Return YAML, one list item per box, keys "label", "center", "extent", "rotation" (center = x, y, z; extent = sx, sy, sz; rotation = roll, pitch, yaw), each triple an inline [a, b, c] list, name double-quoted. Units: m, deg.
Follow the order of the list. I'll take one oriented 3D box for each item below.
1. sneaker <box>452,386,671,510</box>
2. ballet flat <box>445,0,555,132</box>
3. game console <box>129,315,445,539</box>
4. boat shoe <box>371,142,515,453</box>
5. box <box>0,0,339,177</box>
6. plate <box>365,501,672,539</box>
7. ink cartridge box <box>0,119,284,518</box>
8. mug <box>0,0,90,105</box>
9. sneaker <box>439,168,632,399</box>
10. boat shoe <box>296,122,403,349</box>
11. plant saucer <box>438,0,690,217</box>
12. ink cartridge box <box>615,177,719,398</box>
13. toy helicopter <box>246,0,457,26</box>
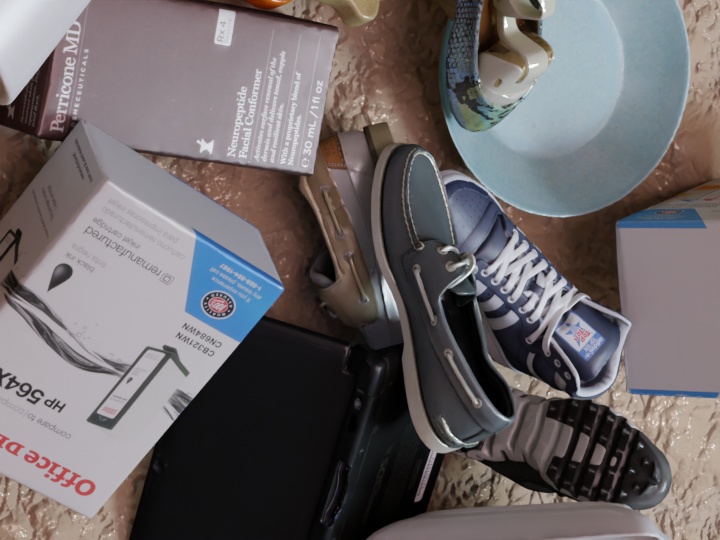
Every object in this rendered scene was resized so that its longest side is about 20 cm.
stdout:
- label: "sneaker"
  center: [0.143, 0.124, 1.726]
  extent: [0.090, 0.199, 0.067]
  rotation: [29, 80, -47]
- label: "ballet flat"
  center: [0.095, -0.162, 1.613]
  extent: [0.074, 0.074, 0.201]
  rotation: [-23, 133, -25]
- label: "game console"
  center: [-0.036, 0.117, 1.667]
  extent: [0.175, 0.116, 0.201]
  rotation: [-13, 128, -50]
- label: "boat shoe"
  center: [0.057, 0.012, 1.599]
  extent: [0.073, 0.062, 0.202]
  rotation: [1, 76, -51]
- label: "box"
  center: [-0.119, -0.123, 1.577]
  extent: [0.199, 0.075, 0.101]
  rotation: [6, 98, -30]
- label: "plate"
  center: [0.121, 0.185, 1.691]
  extent: [0.200, 0.198, 0.033]
  rotation: [39, 49, -66]
- label: "ink cartridge box"
  center: [-0.167, 0.033, 1.535]
  extent: [0.146, 0.084, 0.200]
  rotation: [31, 107, -31]
- label: "mug"
  center: [-0.212, -0.214, 1.434]
  extent: [0.153, 0.149, 0.187]
  rotation: [-45, 107, -13]
- label: "sneaker"
  center: [0.112, 0.013, 1.699]
  extent: [0.070, 0.108, 0.200]
  rotation: [-49, 135, -14]
- label: "boat shoe"
  center: [0.000, 0.000, 1.683]
  extent: [0.068, 0.075, 0.201]
  rotation: [-11, 112, -5]
- label: "plant saucer"
  center: [0.135, -0.139, 1.738]
  extent: [0.200, 0.039, 0.203]
  rotation: [-4, 98, -25]
- label: "ink cartridge box"
  center: [0.281, 0.006, 1.779]
  extent: [0.200, 0.128, 0.126]
  rotation: [-23, 110, -57]
- label: "toy helicopter"
  center: [0.016, -0.215, 1.626]
  extent: [0.199, 0.079, 0.133]
  rotation: [21, 67, -34]
